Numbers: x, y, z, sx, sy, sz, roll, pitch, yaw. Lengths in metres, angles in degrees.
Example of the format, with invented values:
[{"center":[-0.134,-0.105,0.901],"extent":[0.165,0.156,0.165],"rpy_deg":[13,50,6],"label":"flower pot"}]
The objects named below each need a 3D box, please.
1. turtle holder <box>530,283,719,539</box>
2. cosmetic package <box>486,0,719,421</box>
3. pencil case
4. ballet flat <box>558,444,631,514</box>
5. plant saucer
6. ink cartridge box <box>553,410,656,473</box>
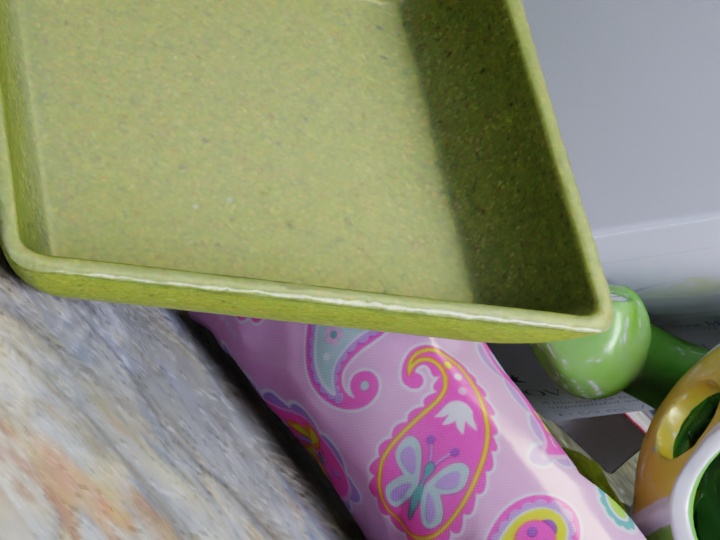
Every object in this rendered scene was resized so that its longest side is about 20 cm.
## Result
[{"center":[0.155,0.069,0.881],"extent":[0.132,0.141,0.186],"rpy_deg":[7,58,-64],"label":"turtle holder"},{"center":[0.121,-0.033,0.980],"extent":[0.200,0.198,0.124],"rpy_deg":[36,52,-54],"label":"cosmetic package"},{"center":[0.025,0.057,0.855],"extent":[0.200,0.087,0.087],"rpy_deg":[53,10,18],"label":"pencil case"},{"center":[0.107,0.133,0.978],"extent":[0.067,0.067,0.200],"rpy_deg":[11,28,-33],"label":"ballet flat"},{"center":[-0.035,-0.054,0.820],"extent":[0.199,0.048,0.201],"rpy_deg":[7,49,-24],"label":"plant saucer"},{"center":[0.083,0.033,1.216],"extent":[0.200,0.045,0.176],"rpy_deg":[43,12,-36],"label":"ink cartridge box"}]
